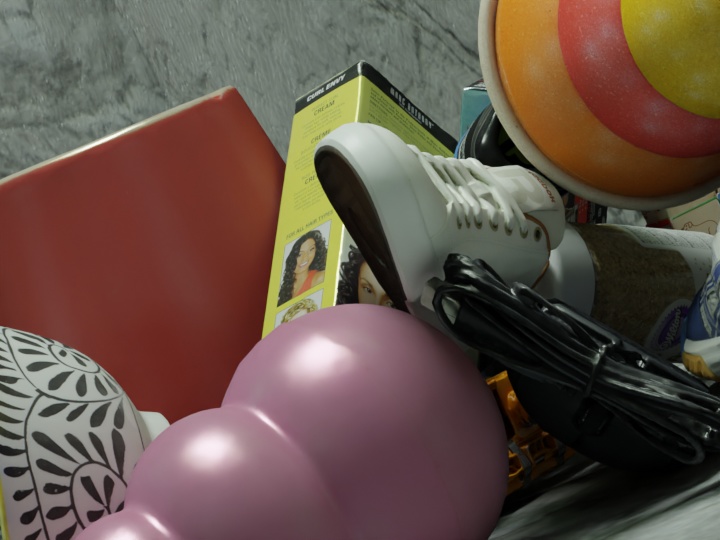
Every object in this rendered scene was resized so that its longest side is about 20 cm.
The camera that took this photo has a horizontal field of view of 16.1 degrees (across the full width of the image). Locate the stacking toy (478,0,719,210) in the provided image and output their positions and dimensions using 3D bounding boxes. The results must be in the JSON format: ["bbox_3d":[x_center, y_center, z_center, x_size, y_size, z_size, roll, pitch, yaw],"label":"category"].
[{"bbox_3d":[0.144,-0.105,1.024,0.145,0.147,0.200,-25,4,-19],"label":"stacking toy"}]

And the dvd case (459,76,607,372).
[{"bbox_3d":[0.092,-0.044,1.313,0.022,0.147,0.200,10,20,20],"label":"dvd case"}]

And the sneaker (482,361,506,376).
[{"bbox_3d":[0.109,0.048,1.433,0.077,0.076,0.200,-30,5,-35],"label":"sneaker"}]

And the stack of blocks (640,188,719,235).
[{"bbox_3d":[0.257,-0.042,1.359,0.199,0.116,0.059,-24,0,-6],"label":"stack of blocks"}]

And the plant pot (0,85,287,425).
[{"bbox_3d":[-0.093,0.017,1.247,0.199,0.178,0.200,-23,4,2],"label":"plant pot"}]

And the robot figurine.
[{"bbox_3d":[0.029,0.097,1.254,0.199,0.059,0.145,-26,0,45],"label":"robot figurine"}]

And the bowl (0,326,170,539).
[{"bbox_3d":[-0.127,0.110,1.106,0.094,0.202,0.201,-7,-6,-19],"label":"bowl"}]

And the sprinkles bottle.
[{"bbox_3d":[0.132,0.011,1.227,0.068,0.069,0.199,-24,-19,40],"label":"sprinkles bottle"}]

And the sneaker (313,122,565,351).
[{"bbox_3d":[0.037,-0.028,1.057,0.084,0.073,0.200,-35,-19,-1],"label":"sneaker"}]

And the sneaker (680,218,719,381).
[{"bbox_3d":[0.174,0.004,1.032,0.075,0.089,0.200,0,2,-2],"label":"sneaker"}]

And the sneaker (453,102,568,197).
[{"bbox_3d":[0.128,-0.096,1.168,0.199,0.071,0.083,-40,-3,-4],"label":"sneaker"}]

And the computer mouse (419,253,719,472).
[{"bbox_3d":[0.094,0.049,1.052,0.053,0.138,0.200,-61,-10,2],"label":"computer mouse"}]

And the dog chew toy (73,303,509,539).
[{"bbox_3d":[-0.036,0.100,1.015,0.200,0.125,0.124,-34,4,-24],"label":"dog chew toy"}]

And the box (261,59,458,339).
[{"bbox_3d":[0.000,0.000,1.183,0.050,0.075,0.201,-29,39,32],"label":"box"}]
